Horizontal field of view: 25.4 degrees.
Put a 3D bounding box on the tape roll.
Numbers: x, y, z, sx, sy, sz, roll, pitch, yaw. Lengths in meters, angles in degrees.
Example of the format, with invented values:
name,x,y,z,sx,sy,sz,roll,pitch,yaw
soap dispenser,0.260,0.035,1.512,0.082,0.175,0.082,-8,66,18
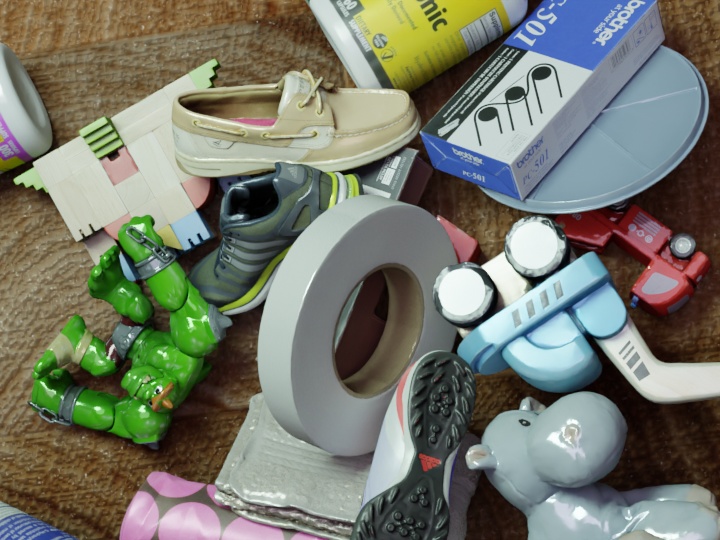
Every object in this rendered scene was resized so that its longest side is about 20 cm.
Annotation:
name,x,y,z,sx,sy,sz,roll,pitch,yaw
tape roll,0.003,0.042,1.227,0.037,0.203,0.203,17,83,38

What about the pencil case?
name,x,y,z,sx,sy,sz,roll,pitch,yaw
pencil case,-0.088,0.219,1.281,0.199,0.094,0.091,12,38,10

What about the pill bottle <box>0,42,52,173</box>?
name,x,y,z,sx,sy,sz,roll,pitch,yaw
pill bottle,-0.371,-0.109,1.360,0.200,0.104,0.105,-25,79,4

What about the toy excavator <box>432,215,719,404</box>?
name,x,y,z,sx,sy,sz,roll,pitch,yaw
toy excavator,0.180,0.051,1.203,0.194,0.100,0.200,-33,73,5

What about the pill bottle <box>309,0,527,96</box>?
name,x,y,z,sx,sy,sz,roll,pitch,yaw
pill bottle,0.068,-0.228,1.317,0.200,0.111,0.111,-32,78,1

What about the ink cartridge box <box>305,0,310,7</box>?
name,x,y,z,sx,sy,sz,roll,pitch,yaw
ink cartridge box,0.016,-0.315,1.320,0.200,0.146,0.084,-34,77,1

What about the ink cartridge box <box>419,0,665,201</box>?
name,x,y,z,sx,sy,sz,roll,pitch,yaw
ink cartridge box,0.147,-0.149,1.277,0.094,0.044,0.200,24,61,38

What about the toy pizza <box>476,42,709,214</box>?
name,x,y,z,sx,sy,sz,roll,pitch,yaw
toy pizza,0.181,-0.113,1.283,0.200,0.032,0.201,-13,44,13

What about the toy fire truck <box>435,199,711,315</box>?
name,x,y,z,sx,sy,sz,roll,pitch,yaw
toy fire truck,0.166,-0.011,1.300,0.200,0.049,0.141,38,88,12

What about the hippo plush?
name,x,y,z,sx,sy,sz,roll,pitch,yaw
hippo plush,0.169,0.167,1.216,0.200,0.159,0.161,-28,87,43

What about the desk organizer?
name,x,y,z,sx,sy,sz,roll,pitch,yaw
desk organizer,0.000,0.000,1.296,0.072,0.077,0.201,19,83,37

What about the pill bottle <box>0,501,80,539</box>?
name,x,y,z,sx,sy,sz,roll,pitch,yaw
pill bottle,-0.242,0.269,1.258,0.199,0.120,0.120,20,84,23

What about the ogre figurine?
name,x,y,z,sx,sy,sz,roll,pitch,yaw
ogre figurine,-0.183,0.062,1.309,0.120,0.098,0.200,33,95,1

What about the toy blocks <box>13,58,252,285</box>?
name,x,y,z,sx,sy,sz,roll,pitch,yaw
toy blocks,-0.172,-0.067,1.342,0.200,0.100,0.137,-30,90,2

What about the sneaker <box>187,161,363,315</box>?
name,x,y,z,sx,sy,sz,roll,pitch,yaw
sneaker,-0.087,-0.032,1.276,0.200,0.081,0.074,-37,40,38

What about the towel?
name,x,y,z,sx,sy,sz,roll,pitch,yaw
towel,-0.006,0.157,1.267,0.199,0.035,0.133,11,39,8

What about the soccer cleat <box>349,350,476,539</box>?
name,x,y,z,sx,sy,sz,roll,pitch,yaw
soccer cleat,0.034,0.159,1.195,0.068,0.073,0.201,20,73,-9

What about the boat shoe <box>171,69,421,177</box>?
name,x,y,z,sx,sy,sz,roll,pitch,yaw
boat shoe,-0.053,-0.121,1.261,0.199,0.069,0.074,-8,40,2
